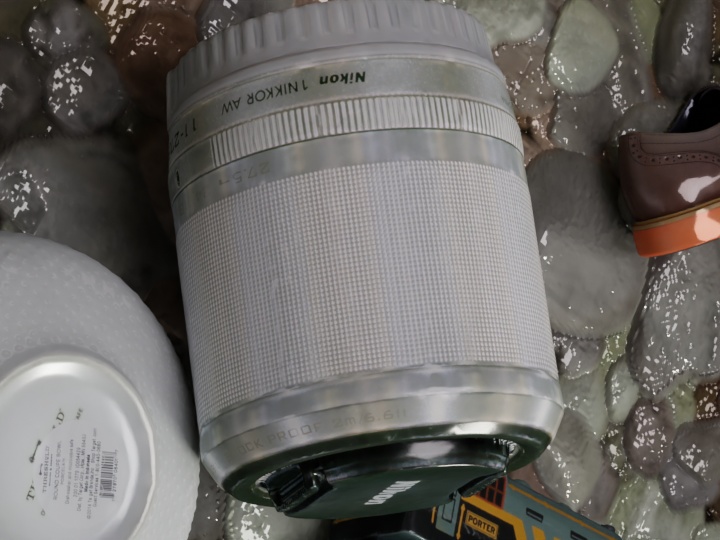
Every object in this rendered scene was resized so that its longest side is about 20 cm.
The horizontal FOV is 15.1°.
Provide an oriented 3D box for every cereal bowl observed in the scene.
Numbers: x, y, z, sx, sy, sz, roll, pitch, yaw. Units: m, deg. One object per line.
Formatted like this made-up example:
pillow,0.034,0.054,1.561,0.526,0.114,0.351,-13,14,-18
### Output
cereal bowl,-0.146,0.081,1.144,0.199,0.083,0.202,3,85,-37

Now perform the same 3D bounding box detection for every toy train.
toy train,0.066,0.152,1.309,0.199,0.085,0.115,28,62,-33

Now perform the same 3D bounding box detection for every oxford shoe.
oxford shoe,0.218,-0.072,1.442,0.199,0.071,0.073,-23,97,-36

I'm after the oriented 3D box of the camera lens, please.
camera lens,0.000,0.000,1.194,0.159,0.160,0.202,4,71,-37
